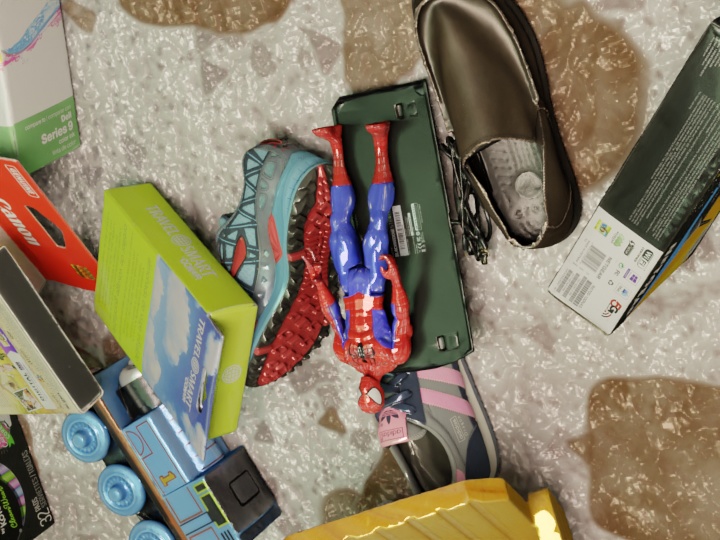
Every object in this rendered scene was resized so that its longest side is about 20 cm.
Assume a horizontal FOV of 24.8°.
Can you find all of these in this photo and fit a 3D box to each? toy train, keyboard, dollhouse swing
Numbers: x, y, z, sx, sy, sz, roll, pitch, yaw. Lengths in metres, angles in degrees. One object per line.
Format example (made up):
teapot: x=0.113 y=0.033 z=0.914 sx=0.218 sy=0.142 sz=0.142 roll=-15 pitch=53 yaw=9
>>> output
toy train: x=-0.158 y=0.157 z=1.343 sx=0.114 sy=0.087 sz=0.200 roll=-31 pitch=91 yaw=29
keyboard: x=0.047 y=-0.032 z=1.148 sx=0.104 sy=0.040 sz=0.201 roll=-8 pitch=95 yaw=24
dollhouse swing: x=0.054 y=0.247 z=1.134 sx=0.200 sy=0.176 sz=0.182 roll=-18 pitch=82 yaw=10

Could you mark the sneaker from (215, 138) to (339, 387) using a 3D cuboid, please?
sneaker: x=-0.065 y=-0.008 z=1.224 sx=0.095 sy=0.079 sz=0.200 roll=37 pitch=124 yaw=35

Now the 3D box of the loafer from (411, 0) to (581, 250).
loafer: x=0.091 y=-0.101 z=1.062 sx=0.073 sy=0.071 sz=0.200 roll=-23 pitch=102 yaw=19

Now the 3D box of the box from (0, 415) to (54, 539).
box: x=-0.396 y=0.207 z=1.439 sx=0.124 sy=0.200 sz=0.149 roll=-7 pitch=107 yaw=34

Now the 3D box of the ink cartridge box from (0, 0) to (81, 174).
ink cartridge box: x=-0.311 y=-0.184 z=1.278 sx=0.145 sy=0.087 sz=0.200 roll=8 pitch=118 yaw=29

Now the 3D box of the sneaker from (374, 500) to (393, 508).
sneaker: x=0.030 y=0.285 z=1.281 sx=0.114 sy=0.075 sz=0.200 roll=28 pitch=121 yaw=22

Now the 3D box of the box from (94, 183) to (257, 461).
box: x=-0.140 y=0.035 z=1.239 sx=0.200 sy=0.048 sz=0.122 roll=46 pitch=137 yaw=41

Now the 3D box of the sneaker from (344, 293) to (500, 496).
sneaker: x=0.035 y=0.084 z=1.183 sx=0.070 sy=0.082 sz=0.200 roll=-23 pitch=98 yaw=38

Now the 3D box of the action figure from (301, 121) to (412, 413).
action figure: x=0.000 y=0.000 z=1.127 sx=0.065 sy=0.052 sz=0.201 roll=-3 pitch=98 yaw=19

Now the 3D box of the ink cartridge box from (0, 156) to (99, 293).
ink cartridge box: x=-0.306 y=-0.030 z=1.309 sx=0.173 sy=0.044 sz=0.200 roll=13 pitch=153 yaw=28

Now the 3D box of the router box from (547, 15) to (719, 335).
router box: x=0.202 y=-0.072 z=0.964 sx=0.051 sy=0.149 sz=0.200 roll=37 pitch=126 yaw=13

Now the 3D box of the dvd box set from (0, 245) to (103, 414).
dvd box set: x=-0.304 y=0.054 z=1.331 sx=0.200 sy=0.029 sz=0.147 roll=-8 pitch=118 yaw=52
